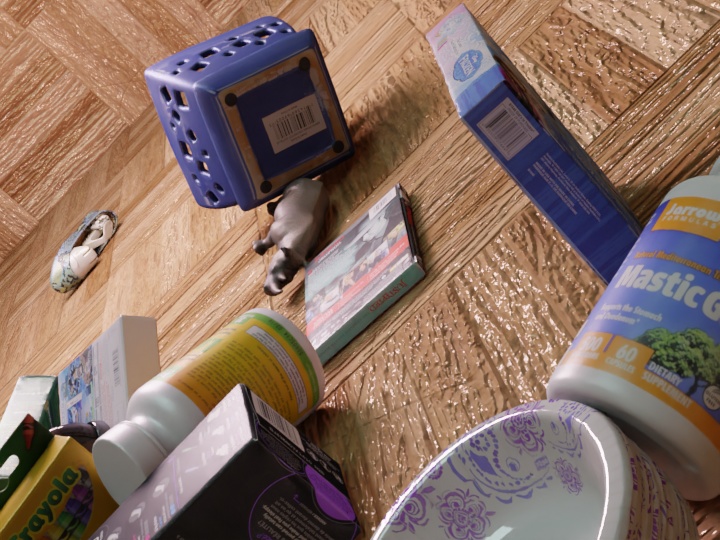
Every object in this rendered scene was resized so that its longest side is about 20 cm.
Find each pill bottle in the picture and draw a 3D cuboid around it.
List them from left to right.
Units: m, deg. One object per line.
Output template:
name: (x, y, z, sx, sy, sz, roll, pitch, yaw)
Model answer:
pill bottle: (-0.133, 0.127, 1.109, 0.199, 0.112, 0.111, -36, 10, -38)
pill bottle: (0.201, 0.018, 0.721, 0.201, 0.112, 0.112, -55, 22, -17)

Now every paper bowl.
paper bowl: (0.090, 0.177, 0.666, 0.200, 0.104, 0.201, -39, 21, 19)

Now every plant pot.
plant pot: (-0.128, -0.194, 1.593, 0.199, 0.202, 0.179, -29, 23, -20)

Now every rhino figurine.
rhino figurine: (-0.080, -0.037, 1.463, 0.087, 0.060, 0.201, -39, 23, 29)

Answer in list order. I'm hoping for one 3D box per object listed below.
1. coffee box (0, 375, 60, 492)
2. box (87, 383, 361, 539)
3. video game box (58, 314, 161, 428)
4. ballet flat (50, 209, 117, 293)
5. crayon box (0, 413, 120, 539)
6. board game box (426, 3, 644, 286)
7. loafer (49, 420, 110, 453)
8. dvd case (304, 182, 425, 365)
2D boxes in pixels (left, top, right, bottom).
coffee box: (-0.321, 0.199, 1.212, 0.200, 0.043, 0.124, -100, 11, -69)
box: (-0.114, 0.211, 0.987, 0.200, 0.122, 0.106, -45, 21, 5)
video game box: (-0.248, 0.171, 1.267, 0.182, 0.046, 0.202, -33, 59, 49)
ballet flat: (-0.499, -0.042, 2.309, 0.074, 0.074, 0.201, -28, 31, 41)
crayon box: (-0.246, 0.234, 1.097, 0.127, 0.200, 0.051, -56, 22, -22)
board game box: (0.134, -0.084, 0.912, 0.043, 0.200, 0.199, -39, 22, 13)
loafer: (-0.278, 0.243, 1.206, 0.072, 0.062, 0.203, 9, 94, 57)
dvd case: (0.000, 0.000, 1.289, 0.146, 0.022, 0.200, -42, 22, 15)
